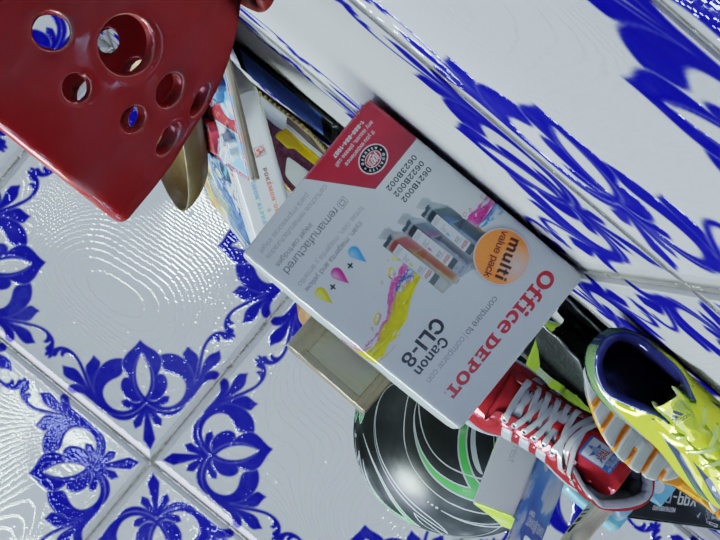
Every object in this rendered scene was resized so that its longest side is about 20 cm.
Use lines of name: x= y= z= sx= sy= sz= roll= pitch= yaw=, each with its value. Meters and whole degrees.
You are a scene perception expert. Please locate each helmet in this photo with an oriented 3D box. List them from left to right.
helmet: x=0.093 y=0.163 z=2.082 sx=0.200 sy=0.191 sz=0.200 roll=-4 pitch=-176 yaw=0

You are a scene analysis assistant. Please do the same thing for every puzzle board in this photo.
puzzle board: x=-0.133 y=-0.161 z=1.812 sx=0.200 sy=0.017 sz=0.151 roll=-146 pitch=41 yaw=-69

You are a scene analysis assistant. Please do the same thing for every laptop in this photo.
laptop: x=-0.068 y=-0.096 z=1.968 sx=0.103 sy=0.200 sz=0.177 roll=3 pitch=178 yaw=1

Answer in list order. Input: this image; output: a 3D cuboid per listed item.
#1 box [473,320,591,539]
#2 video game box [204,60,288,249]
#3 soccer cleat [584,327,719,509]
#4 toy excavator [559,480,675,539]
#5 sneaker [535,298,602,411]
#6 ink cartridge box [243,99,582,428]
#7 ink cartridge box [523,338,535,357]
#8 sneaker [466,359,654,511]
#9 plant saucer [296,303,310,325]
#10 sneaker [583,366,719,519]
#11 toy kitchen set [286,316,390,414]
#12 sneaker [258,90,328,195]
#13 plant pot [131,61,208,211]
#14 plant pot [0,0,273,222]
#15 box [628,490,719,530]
box: x=0.161 y=0.155 z=1.937 sx=0.048 sy=0.200 sz=0.122 roll=19 pitch=170 yaw=22
video game box: x=-0.118 y=-0.112 z=1.966 sx=0.200 sy=0.047 sz=0.182 roll=-131 pitch=24 yaw=-59
soccer cleat: x=0.242 y=0.116 z=1.560 sx=0.200 sy=0.065 sz=0.084 roll=40 pitch=176 yaw=13
toy excavator: x=0.227 y=0.213 z=2.009 sx=0.100 sy=0.200 sz=0.194 roll=39 pitch=179 yaw=-8
sneaker: x=0.197 y=0.084 z=1.809 sx=0.104 sy=0.060 sz=0.200 roll=38 pitch=172 yaw=22
ink cartridge box: x=0.037 y=-0.001 z=1.566 sx=0.200 sy=0.145 sz=0.145 roll=39 pitch=178 yaw=-1
ink cartridge box: x=0.097 y=0.012 z=2.141 sx=0.200 sy=0.050 sz=0.162 roll=33 pitch=174 yaw=45
sneaker: x=0.158 y=0.130 z=1.777 sx=0.200 sy=0.071 sz=0.112 roll=34 pitch=175 yaw=-19
plant saucer: x=0.043 y=0.034 z=1.951 sx=0.200 sy=0.200 sz=0.032 roll=44 pitch=-142 yaw=-66
sneaker: x=0.246 y=0.130 z=1.689 sx=0.200 sy=0.078 sz=0.077 roll=42 pitch=-173 yaw=-16
toy kitchen set: x=0.000 y=0.000 z=1.745 sx=0.163 sy=0.180 sz=0.200 roll=41 pitch=174 yaw=5
sneaker: x=-0.111 y=-0.131 z=2.195 sx=0.200 sy=0.090 sz=0.075 roll=37 pitch=177 yaw=46
plant pot: x=-0.169 y=-0.151 z=1.879 sx=0.200 sy=0.027 sz=0.200 roll=163 pitch=90 yaw=-77
plant pot: x=-0.158 y=-0.154 z=1.236 sx=0.200 sy=0.183 sz=0.200 roll=40 pitch=178 yaw=2
box: x=0.269 y=0.202 z=2.223 sx=0.158 sy=0.050 sz=0.200 roll=9 pitch=-168 yaw=-25
